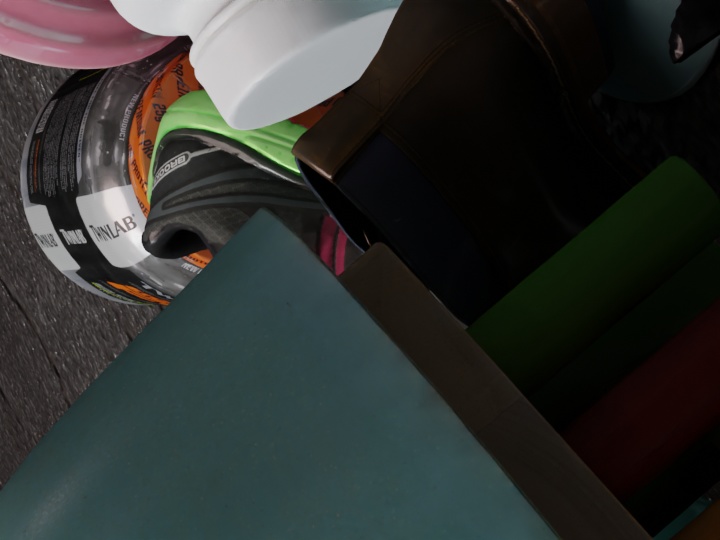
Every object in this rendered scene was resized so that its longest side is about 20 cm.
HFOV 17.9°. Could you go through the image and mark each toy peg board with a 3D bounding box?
[{"bbox_3d":[0.112,0.078,0.644,0.199,0.098,0.200,48,176,32],"label":"toy peg board"}]

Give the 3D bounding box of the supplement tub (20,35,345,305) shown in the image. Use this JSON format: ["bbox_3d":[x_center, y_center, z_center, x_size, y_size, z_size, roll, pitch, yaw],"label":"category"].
[{"bbox_3d":[-0.076,-0.045,1.017,0.123,0.122,0.200,65,163,-7],"label":"supplement tub"}]

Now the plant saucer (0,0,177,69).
[{"bbox_3d":[-0.131,-0.178,0.911,0.051,0.200,0.201,-38,79,42],"label":"plant saucer"}]

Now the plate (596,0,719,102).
[{"bbox_3d":[0.044,-0.139,0.704,0.201,0.025,0.201,54,161,28],"label":"plate"}]

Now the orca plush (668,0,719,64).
[{"bbox_3d":[0.032,-0.141,0.604,0.105,0.071,0.201,-38,78,46],"label":"orca plush"}]

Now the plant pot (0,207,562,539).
[{"bbox_3d":[-0.023,0.112,0.610,0.201,0.161,0.201,49,176,5],"label":"plant pot"}]

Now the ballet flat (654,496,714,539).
[{"bbox_3d":[0.151,0.153,0.759,0.200,0.068,0.069,45,163,45],"label":"ballet flat"}]

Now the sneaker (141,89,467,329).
[{"bbox_3d":[0.000,0.000,0.862,0.199,0.084,0.077,25,-177,31],"label":"sneaker"}]

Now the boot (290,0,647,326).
[{"bbox_3d":[0.041,-0.015,0.730,0.075,0.097,0.200,35,162,40],"label":"boot"}]

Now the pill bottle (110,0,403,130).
[{"bbox_3d":[-0.062,-0.157,0.837,0.201,0.110,0.111,60,162,9],"label":"pill bottle"}]
